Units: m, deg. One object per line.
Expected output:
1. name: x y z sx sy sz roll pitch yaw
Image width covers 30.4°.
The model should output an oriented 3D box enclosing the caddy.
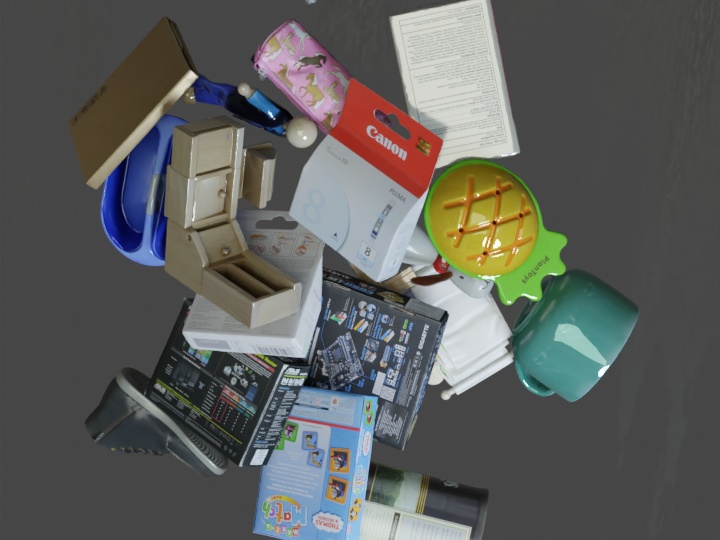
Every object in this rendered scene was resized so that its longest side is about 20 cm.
1. caddy: -0.261 -0.107 1.732 0.141 0.105 0.200 12 103 2

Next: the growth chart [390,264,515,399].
1. growth chart: 0.124 0.065 1.779 0.145 0.018 0.200 -24 99 11

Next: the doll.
1. doll: -0.140 -0.207 1.690 0.200 0.136 0.048 23 81 22

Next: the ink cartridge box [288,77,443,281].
1. ink cartridge box: 0.004 -0.110 1.626 0.160 0.047 0.200 38 128 26

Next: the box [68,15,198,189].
1. box: -0.292 -0.216 1.690 0.200 0.164 0.021 -44 128 13

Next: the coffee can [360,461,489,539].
1. coffee can: 0.059 0.342 1.781 0.200 0.146 0.146 14 104 2

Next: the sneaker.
1. sneaker: -0.280 0.234 1.835 0.200 0.075 0.106 41 108 5

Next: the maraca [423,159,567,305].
1. maraca: 0.167 -0.048 1.633 0.200 0.107 0.137 43 91 -11

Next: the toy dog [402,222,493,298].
1. toy dog: 0.076 -0.038 1.697 0.200 0.096 0.132 7 74 5

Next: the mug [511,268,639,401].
1. mug: 0.256 0.086 1.701 0.114 0.152 0.185 35 103 -2

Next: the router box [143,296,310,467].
1. router box: -0.178 0.145 1.750 0.200 0.062 0.150 31 102 33

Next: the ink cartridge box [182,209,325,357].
1. ink cartridge box: -0.124 0.014 1.717 0.161 0.200 0.050 3 144 22

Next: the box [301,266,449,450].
1. box: -0.004 0.114 1.757 0.198 0.050 0.200 20 113 12

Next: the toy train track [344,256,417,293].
1. toy train track: 0.000 0.000 1.761 0.115 0.033 0.200 -32 94 21

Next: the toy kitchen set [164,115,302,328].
1. toy kitchen set: -0.123 -0.072 1.645 0.180 0.163 0.200 31 126 37

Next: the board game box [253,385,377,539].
1. board game box: -0.060 0.252 1.716 0.151 0.037 0.200 5 85 35

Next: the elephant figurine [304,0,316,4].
1. elephant figurine: -0.162 -0.419 1.656 0.200 0.155 0.142 -7 145 18

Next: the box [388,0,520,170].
1. box: 0.119 -0.237 1.664 0.128 0.109 0.200 -10 102 8

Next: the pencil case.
1. pencil case: -0.049 -0.226 1.697 0.200 0.083 0.087 45 101 -6
